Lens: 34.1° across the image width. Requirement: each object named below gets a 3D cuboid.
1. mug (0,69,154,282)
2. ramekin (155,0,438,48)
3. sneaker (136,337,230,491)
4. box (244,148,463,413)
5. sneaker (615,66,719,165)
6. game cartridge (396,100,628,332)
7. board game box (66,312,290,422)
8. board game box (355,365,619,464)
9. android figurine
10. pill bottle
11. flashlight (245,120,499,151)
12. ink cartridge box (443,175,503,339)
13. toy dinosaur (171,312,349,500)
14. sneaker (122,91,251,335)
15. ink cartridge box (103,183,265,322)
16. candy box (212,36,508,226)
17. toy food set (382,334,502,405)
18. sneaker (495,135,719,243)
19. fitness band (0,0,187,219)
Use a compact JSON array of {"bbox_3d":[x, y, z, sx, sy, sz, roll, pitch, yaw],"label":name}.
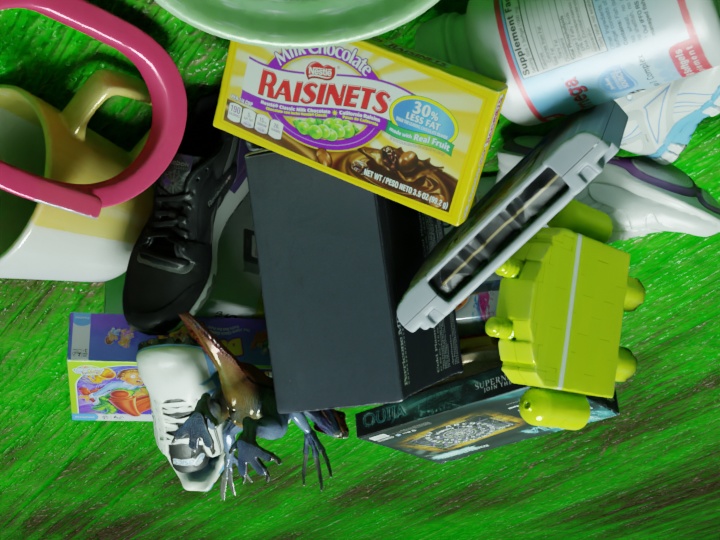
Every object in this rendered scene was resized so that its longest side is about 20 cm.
[{"bbox_3d":[-0.231,-0.059,0.944,0.186,0.150,0.153,-12,162,32],"label":"mug"},{"bbox_3d":[-0.036,-0.224,0.666,0.199,0.098,0.200,-3,154,-1],"label":"ramekin"},{"bbox_3d":[-0.139,0.118,0.958,0.072,0.073,0.200,-4,146,2],"label":"sneaker"},{"bbox_3d":[0.000,0.000,0.943,0.104,0.201,0.182,-8,179,18],"label":"box"},{"bbox_3d":[0.229,-0.144,0.910,0.086,0.075,0.200,5,154,-6],"label":"sneaker"},{"bbox_3d":[0.111,-0.045,0.862,0.200,0.040,0.133,-45,180,26],"label":"game cartridge"},{"bbox_3d":[-0.152,0.088,1.027,0.199,0.045,0.135,2,152,-10],"label":"board game box"},{"bbox_3d":[0.114,0.129,1.060,0.200,0.028,0.135,-21,150,31],"label":"board game box"},{"bbox_3d":[0.163,0.035,0.931,0.041,0.183,0.200,4,175,41],"label":"android figurine"},{"bbox_3d":[0.144,-0.164,0.807,0.199,0.109,0.109,-16,152,25],"label":"pill bottle"},{"bbox_3d":[0.008,-0.133,0.910,0.199,0.068,0.068,-6,117,-1],"label":"flashlight"},{"bbox_3d":[0.121,0.005,1.117,0.199,0.146,0.145,-6,155,3],"label":"ink cartridge box"},{"bbox_3d":[-0.063,0.107,0.935,0.105,0.201,0.181,10,-160,17],"label":"toy dinosaur"},{"bbox_3d":[-0.145,-0.050,0.921,0.075,0.201,0.088,12,156,17],"label":"sneaker"},{"bbox_3d":[-0.116,0.005,1.081,0.200,0.147,0.147,16,148,-34],"label":"ink cartridge box"},{"bbox_3d":[-0.005,-0.114,0.818,0.199,0.103,0.026,23,-156,15],"label":"candy box"},{"bbox_3d":[0.116,0.106,1.103,0.197,0.049,0.200,-9,154,10],"label":"toy food set"},{"bbox_3d":[0.211,-0.053,1.015,0.199,0.075,0.100,15,115,16],"label":"sneaker"},{"bbox_3d":[-0.213,-0.119,0.823,0.200,0.144,0.037,21,177,-41],"label":"fitness band"}]
